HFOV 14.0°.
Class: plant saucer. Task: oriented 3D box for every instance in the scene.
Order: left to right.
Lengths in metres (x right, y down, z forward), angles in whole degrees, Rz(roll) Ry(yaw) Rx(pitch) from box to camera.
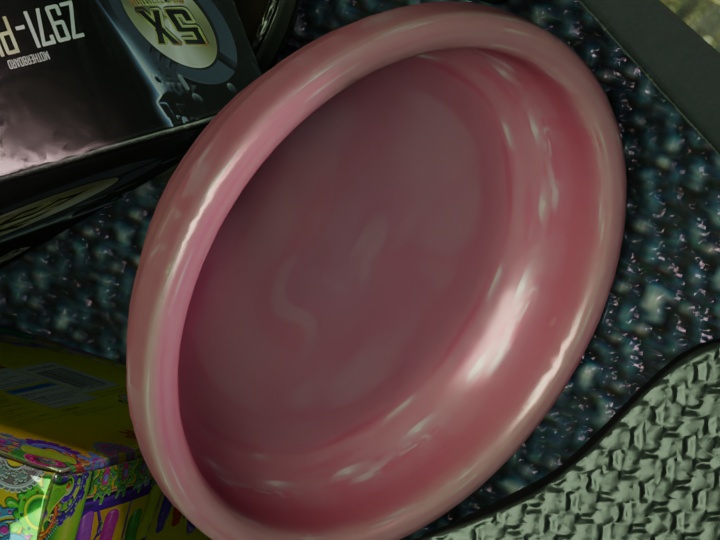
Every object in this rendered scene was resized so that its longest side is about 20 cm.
[{"bbox_3d":[0.000,0.000,0.977,0.051,0.200,0.201,36,104,42],"label":"plant saucer"}]

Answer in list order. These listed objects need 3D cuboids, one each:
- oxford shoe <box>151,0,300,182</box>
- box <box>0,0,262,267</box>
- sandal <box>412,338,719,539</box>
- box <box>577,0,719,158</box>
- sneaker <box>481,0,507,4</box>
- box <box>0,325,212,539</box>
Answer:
[{"bbox_3d":[-0.058,-0.130,1.022,0.073,0.084,0.201,30,105,57],"label":"oxford shoe"},{"bbox_3d":[-0.157,-0.045,0.984,0.200,0.163,0.087,-26,85,48],"label":"box"},{"bbox_3d":[0.073,0.101,1.027,0.200,0.048,0.076,-35,88,2],"label":"sandal"},{"bbox_3d":[0.129,-0.104,0.916,0.106,0.122,0.200,-39,110,15],"label":"box"},{"bbox_3d":[0.100,-0.161,0.998,0.199,0.078,0.090,-30,101,21],"label":"sneaker"},{"bbox_3d":[-0.140,0.132,1.009,0.121,0.200,0.194,17,97,15],"label":"box"}]
